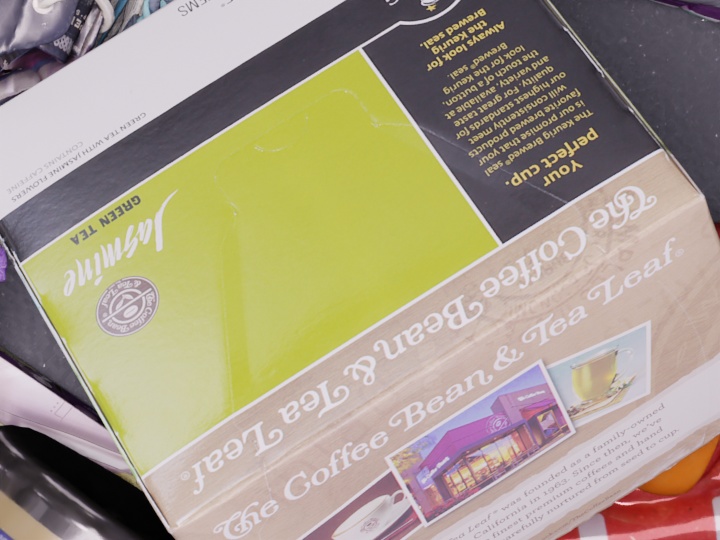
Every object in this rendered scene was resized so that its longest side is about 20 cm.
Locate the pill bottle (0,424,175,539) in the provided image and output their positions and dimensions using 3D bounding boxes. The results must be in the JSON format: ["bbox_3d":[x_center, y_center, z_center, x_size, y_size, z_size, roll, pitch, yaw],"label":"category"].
[{"bbox_3d":[-0.142,0.164,1.058,0.112,0.112,0.200,35,92,-5],"label":"pill bottle"}]

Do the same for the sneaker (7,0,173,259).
[{"bbox_3d":[-0.073,-0.082,1.088,0.078,0.086,0.200,33,90,-5],"label":"sneaker"}]

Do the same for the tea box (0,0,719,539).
[{"bbox_3d":[0.000,0.000,1.007,0.200,0.134,0.197,-31,52,-2],"label":"tea box"}]

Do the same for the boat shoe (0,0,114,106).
[{"bbox_3d":[-0.095,-0.125,1.058,0.200,0.075,0.093,-28,65,23],"label":"boat shoe"}]

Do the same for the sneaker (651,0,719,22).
[{"bbox_3d":[0.140,-0.125,1.102,0.200,0.088,0.075,0,93,-4],"label":"sneaker"}]

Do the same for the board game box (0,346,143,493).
[{"bbox_3d":[-0.133,0.105,1.124,0.200,0.032,0.120,34,94,-5],"label":"board game box"}]

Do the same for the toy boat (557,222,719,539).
[{"bbox_3d":[0.109,0.053,1.087,0.200,0.131,0.131,-9,94,-4],"label":"toy boat"}]

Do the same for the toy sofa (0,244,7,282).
[{"bbox_3d":[-0.210,-0.043,1.065,0.098,0.083,0.200,-38,83,0],"label":"toy sofa"}]
